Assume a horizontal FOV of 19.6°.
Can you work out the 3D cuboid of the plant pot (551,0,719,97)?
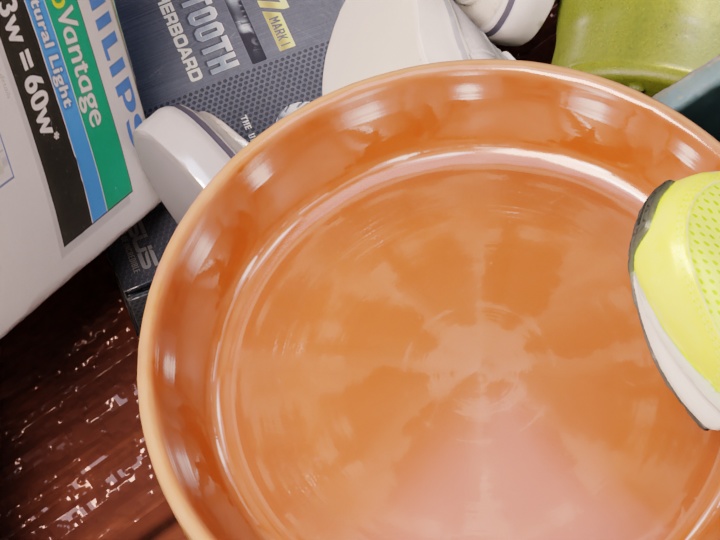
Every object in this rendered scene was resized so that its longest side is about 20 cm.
[{"bbox_3d":[0.164,-0.134,0.847,0.199,0.200,0.194,16,75,14],"label":"plant pot"}]

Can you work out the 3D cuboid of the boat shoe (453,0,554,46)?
[{"bbox_3d":[0.026,-0.160,0.891,0.069,0.071,0.200,10,32,-23],"label":"boat shoe"}]

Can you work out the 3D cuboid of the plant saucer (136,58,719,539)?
[{"bbox_3d":[0.035,0.028,0.613,0.199,0.032,0.201,-2,60,3],"label":"plant saucer"}]

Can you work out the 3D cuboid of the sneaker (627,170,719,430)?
[{"bbox_3d":[0.165,0.027,0.546,0.199,0.090,0.078,31,64,1],"label":"sneaker"}]

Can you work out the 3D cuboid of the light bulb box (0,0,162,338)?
[{"bbox_3d":[-0.209,-0.039,0.775,0.197,0.125,0.200,-5,21,25],"label":"light bulb box"}]

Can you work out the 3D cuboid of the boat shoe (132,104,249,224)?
[{"bbox_3d":[0.000,0.000,0.808,0.200,0.072,0.066,43,73,-1],"label":"boat shoe"}]

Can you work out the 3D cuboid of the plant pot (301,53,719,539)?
[{"bbox_3d":[0.119,0.083,0.707,0.195,0.200,0.197,-32,62,-12],"label":"plant pot"}]

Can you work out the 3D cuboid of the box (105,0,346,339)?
[{"bbox_3d":[-0.056,-0.083,0.905,0.157,0.051,0.201,-20,61,-7],"label":"box"}]

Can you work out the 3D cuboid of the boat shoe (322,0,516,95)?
[{"bbox_3d":[0.041,-0.058,0.803,0.072,0.068,0.200,-59,29,15],"label":"boat shoe"}]
